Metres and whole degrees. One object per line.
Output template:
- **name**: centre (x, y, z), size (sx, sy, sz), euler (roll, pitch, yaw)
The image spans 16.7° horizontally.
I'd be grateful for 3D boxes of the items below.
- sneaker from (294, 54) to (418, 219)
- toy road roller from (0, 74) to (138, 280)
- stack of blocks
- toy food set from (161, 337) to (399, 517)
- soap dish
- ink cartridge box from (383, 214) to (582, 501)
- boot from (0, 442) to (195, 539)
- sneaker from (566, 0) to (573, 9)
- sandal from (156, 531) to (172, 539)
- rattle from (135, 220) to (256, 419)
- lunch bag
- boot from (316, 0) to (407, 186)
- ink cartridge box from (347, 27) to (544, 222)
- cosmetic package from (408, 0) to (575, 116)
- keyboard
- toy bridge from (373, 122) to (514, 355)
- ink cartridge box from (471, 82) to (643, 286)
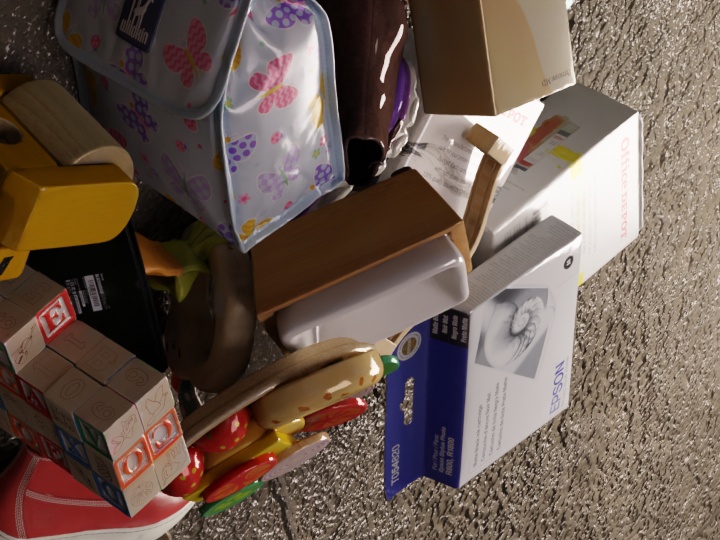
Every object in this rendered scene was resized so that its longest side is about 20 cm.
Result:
- **sneaker**: centre (-0.035, -0.094, 1.824), size (0.200, 0.080, 0.084), euler (-49, 139, -12)
- **toy road roller**: centre (-0.253, -0.034, 1.546), size (0.199, 0.123, 0.147), euler (-10, 134, -46)
- **stack of blocks**: centre (-0.208, 0.062, 1.596), size (0.059, 0.199, 0.116), euler (-42, 143, -25)
- **toy food set**: centre (-0.062, 0.111, 1.763), size (0.199, 0.049, 0.198), euler (-33, 168, 5)
- **soap dish**: centre (0.000, 0.000, 1.765), size (0.156, 0.082, 0.200), euler (-24, 169, 0)
- **ink cartridge box**: centre (0.102, 0.080, 2.022), size (0.199, 0.040, 0.201), euler (-33, 140, -33)
- **boot**: centre (-0.173, 0.131, 1.780), size (0.199, 0.072, 0.145), euler (-8, 136, -48)
- **sneaker**: centre (0.104, -0.248, 1.904), size (0.078, 0.140, 0.201), euler (-37, -157, 32)
- **sandal**: centre (-0.208, 0.241, 1.856), size (0.199, 0.054, 0.081), euler (-19, 128, -45)
- **rattle**: centre (-0.153, 0.052, 1.785), size (0.142, 0.131, 0.200), euler (-17, 154, -33)
- **lunch bag**: centre (-0.110, -0.141, 1.610), size (0.127, 0.169, 0.201), euler (-34, 141, -30)
- **boot**: centre (-0.005, -0.141, 1.740), size (0.200, 0.072, 0.168), euler (109, -14, -76)
- **ink cartridge box**: centre (0.040, -0.078, 1.929), size (0.144, 0.084, 0.201), euler (21, 97, -56)
- **cosmetic package**: centre (0.089, -0.219, 1.762), size (0.105, 0.071, 0.202), euler (-26, 113, -43)
- **keyboard**: centre (-0.198, 0.006, 1.691), size (0.103, 0.040, 0.201), euler (-10, 135, -2)
- **toy bridge**: centre (0.059, -0.014, 1.901), size (0.201, 0.027, 0.067), euler (-59, 148, 0)
- **ink cartridge box**: centre (0.149, -0.047, 2.098), size (0.200, 0.083, 0.146), euler (-37, 140, -31)
